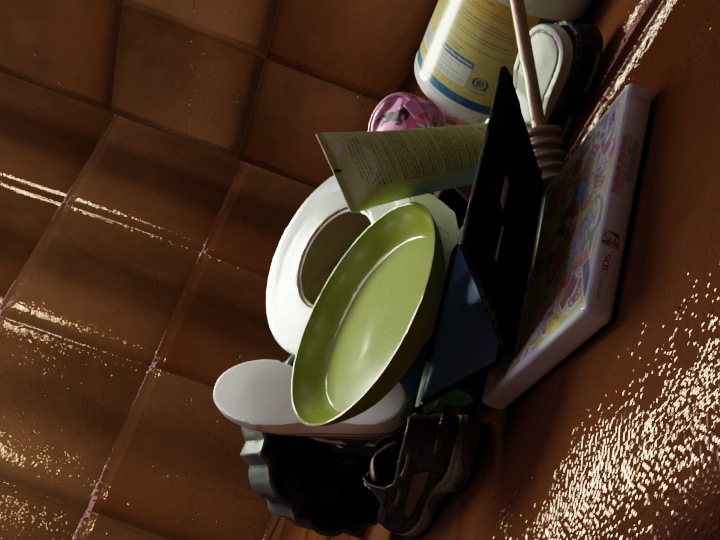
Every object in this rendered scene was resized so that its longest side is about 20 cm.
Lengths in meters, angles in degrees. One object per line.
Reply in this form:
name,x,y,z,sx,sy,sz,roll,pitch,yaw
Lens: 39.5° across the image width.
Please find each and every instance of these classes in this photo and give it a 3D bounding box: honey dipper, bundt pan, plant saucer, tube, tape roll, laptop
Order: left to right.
bundt pan,-0.043,0.178,1.058,0.076,0.202,0.202,-17,47,49
tape roll,0.000,0.000,0.964,0.202,0.071,0.203,-28,48,36
plant saucer,0.010,0.039,0.813,0.200,0.031,0.200,-47,26,31
tube,0.060,-0.095,0.856,0.058,0.200,0.052,30,124,50
laptop,0.077,-0.020,0.773,0.200,0.103,0.177,62,-145,-44
honey dipper,0.144,-0.171,0.850,0.038,0.038,0.200,134,129,-81

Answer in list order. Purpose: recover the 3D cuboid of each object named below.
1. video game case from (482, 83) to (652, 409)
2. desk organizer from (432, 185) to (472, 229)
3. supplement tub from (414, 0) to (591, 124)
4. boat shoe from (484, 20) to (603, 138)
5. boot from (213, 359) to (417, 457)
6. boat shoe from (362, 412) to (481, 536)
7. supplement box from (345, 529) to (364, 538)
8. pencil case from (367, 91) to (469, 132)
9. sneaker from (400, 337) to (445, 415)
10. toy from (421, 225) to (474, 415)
video game case,0.147,-0.010,0.733,0.200,0.023,0.182,118,171,-63
desk organizer,0.100,-0.037,1.169,0.200,0.072,0.077,115,171,-56
supplement tub,0.152,-0.265,1.042,0.145,0.144,0.200,-74,6,-47
boat shoe,0.162,-0.142,0.927,0.074,0.060,0.200,55,144,35
boot,-0.038,0.140,0.949,0.090,0.200,0.073,63,-140,-49
boat shoe,0.043,0.173,0.883,0.200,0.073,0.075,115,174,-51
supplement box,-0.015,0.209,1.252,0.109,0.109,0.200,-86,16,-76
pencil case,0.090,-0.155,1.149,0.200,0.083,0.087,-6,-72,-55
sneaker,0.038,0.105,1.015,0.077,0.111,0.200,-84,14,-74
toy,0.106,0.031,0.915,0.115,0.047,0.200,123,166,-59
